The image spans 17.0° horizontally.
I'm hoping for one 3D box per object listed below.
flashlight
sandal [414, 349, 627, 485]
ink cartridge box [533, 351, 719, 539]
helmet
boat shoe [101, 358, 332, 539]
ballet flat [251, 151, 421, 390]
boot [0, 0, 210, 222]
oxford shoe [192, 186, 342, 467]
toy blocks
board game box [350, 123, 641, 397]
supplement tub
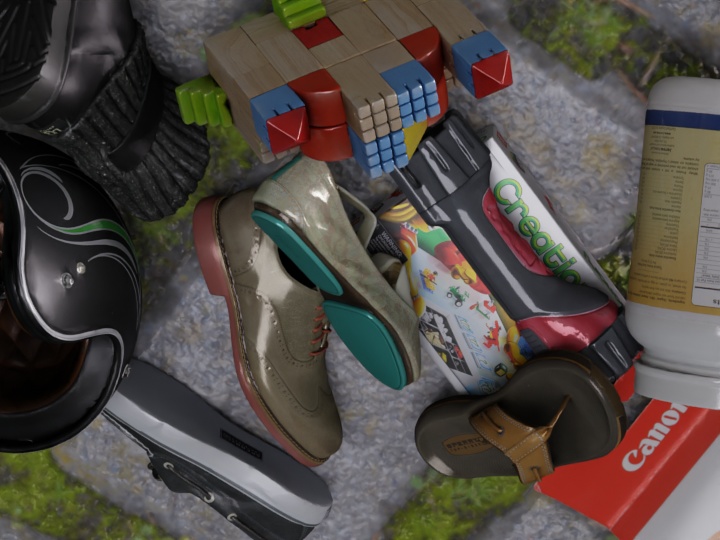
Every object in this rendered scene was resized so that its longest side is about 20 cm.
[{"bbox_3d":[0.103,-0.012,1.552,0.068,0.068,0.200,-33,99,19],"label":"flashlight"},{"bbox_3d":[0.097,0.107,1.571,0.200,0.055,0.082,-18,114,49],"label":"sandal"},{"bbox_3d":[0.244,0.143,1.619,0.200,0.050,0.162,29,110,-21],"label":"ink cartridge box"},{"bbox_3d":[-0.234,0.012,1.556,0.199,0.191,0.201,-7,70,21],"label":"helmet"},{"bbox_3d":[-0.114,0.129,1.654,0.200,0.069,0.057,33,110,-9],"label":"boat shoe"},{"bbox_3d":[0.000,0.000,1.552,0.062,0.067,0.200,-52,135,-18],"label":"ballet flat"},{"bbox_3d":[-0.157,-0.152,1.542,0.079,0.212,0.158,-6,153,41],"label":"boot"},{"bbox_3d":[-0.046,0.038,1.606,0.075,0.070,0.201,-15,109,23],"label":"oxford shoe"},{"bbox_3d":[0.001,-0.116,1.479,0.199,0.137,0.100,-23,131,-14],"label":"toy blocks"},{"bbox_3d":[0.096,0.018,1.611,0.126,0.035,0.200,-35,103,15],"label":"board game box"},{"bbox_3d":[0.241,-0.016,1.505,0.144,0.144,0.201,6,94,3],"label":"supplement tub"}]
